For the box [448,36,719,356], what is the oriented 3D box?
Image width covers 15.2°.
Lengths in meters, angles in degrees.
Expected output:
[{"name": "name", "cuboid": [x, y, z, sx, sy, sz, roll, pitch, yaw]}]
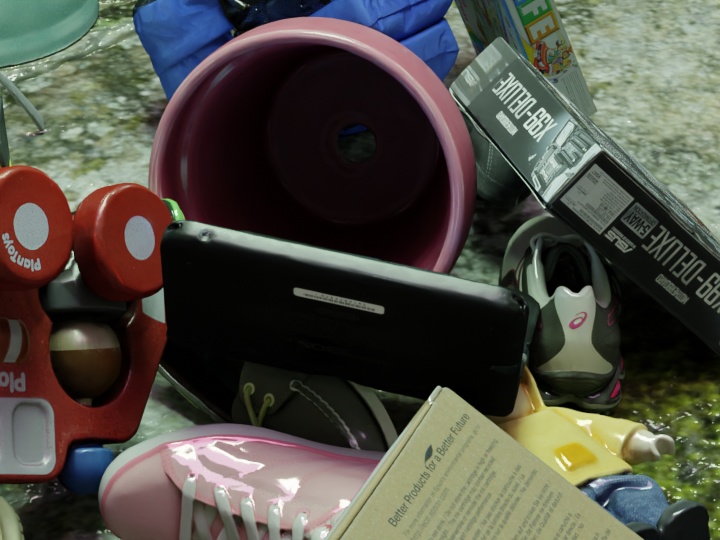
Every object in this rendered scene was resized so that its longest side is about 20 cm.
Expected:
[{"name": "box", "cuboid": [0.158, -0.042, 1.655, 0.050, 0.200, 0.158, -46, 36, 8]}]

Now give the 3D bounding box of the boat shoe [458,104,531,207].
[{"name": "boat shoe", "cuboid": [0.092, -0.077, 1.812, 0.070, 0.066, 0.200, 27, 8, -9]}]

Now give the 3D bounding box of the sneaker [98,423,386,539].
[{"name": "sneaker", "cuboid": [-0.043, 0.140, 1.443, 0.199, 0.076, 0.105, 4, 26, -2]}]

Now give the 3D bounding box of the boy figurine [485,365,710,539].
[{"name": "boy figurine", "cuboid": [0.116, 0.109, 1.514, 0.124, 0.065, 0.200, -18, 38, -23]}]

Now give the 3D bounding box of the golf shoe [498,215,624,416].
[{"name": "golf shoe", "cuboid": [0.129, 0.007, 1.660, 0.077, 0.088, 0.200, -3, 30, -3]}]

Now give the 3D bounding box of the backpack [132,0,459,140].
[{"name": "backpack", "cuboid": [-0.050, -0.166, 1.863, 0.200, 0.168, 0.162, -21, -1, 31]}]

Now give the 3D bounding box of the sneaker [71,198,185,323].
[{"name": "sneaker", "cuboid": [-0.191, -0.002, 1.627, 0.199, 0.077, 0.084, -12, -13, 29]}]

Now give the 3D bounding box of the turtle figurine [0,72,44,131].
[{"name": "turtle figurine", "cuboid": [-0.324, -0.150, 1.811, 0.143, 0.195, 0.200, 11, 30, 21]}]

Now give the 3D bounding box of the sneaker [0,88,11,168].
[{"name": "sneaker", "cuboid": [-0.255, -0.089, 1.561, 0.084, 0.075, 0.200, -7, 11, -16]}]

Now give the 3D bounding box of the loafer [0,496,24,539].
[{"name": "loafer", "cuboid": [-0.202, 0.181, 1.371, 0.067, 0.076, 0.200, -1, 30, -15]}]

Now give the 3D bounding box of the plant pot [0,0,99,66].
[{"name": "plant pot", "cuboid": [-0.300, -0.256, 2.041, 0.200, 0.135, 0.200, 1, 30, 0]}]

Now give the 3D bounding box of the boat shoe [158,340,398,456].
[{"name": "boat shoe", "cuboid": [-0.051, 0.074, 1.558, 0.060, 0.072, 0.202, -19, 34, -30]}]

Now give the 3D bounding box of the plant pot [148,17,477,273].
[{"name": "plant pot", "cuboid": [-0.018, -0.068, 1.698, 0.199, 0.201, 0.179, 6, 16, 9]}]

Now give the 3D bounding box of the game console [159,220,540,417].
[{"name": "game console", "cuboid": [0.000, 0.000, 1.504, 0.199, 0.176, 0.117, 11, 60, 6]}]

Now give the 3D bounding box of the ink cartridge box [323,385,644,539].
[{"name": "ink cartridge box", "cuboid": [0.053, 0.174, 1.327, 0.165, 0.075, 0.200, 37, 37, 2]}]

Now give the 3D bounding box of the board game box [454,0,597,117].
[{"name": "board game box", "cuboid": [0.094, -0.207, 1.907, 0.034, 0.200, 0.134, -31, 38, -7]}]

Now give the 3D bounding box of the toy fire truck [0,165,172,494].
[{"name": "toy fire truck", "cuboid": [-0.184, 0.037, 1.475, 0.112, 0.169, 0.200, -8, -10, 39]}]
